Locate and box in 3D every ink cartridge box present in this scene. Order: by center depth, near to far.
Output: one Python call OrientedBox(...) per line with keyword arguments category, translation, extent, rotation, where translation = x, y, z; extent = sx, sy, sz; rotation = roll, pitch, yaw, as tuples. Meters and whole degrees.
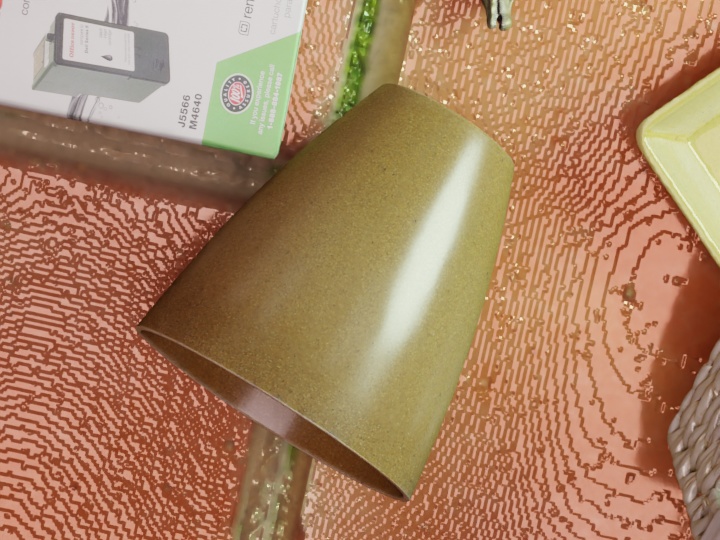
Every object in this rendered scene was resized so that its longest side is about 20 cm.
OrientedBox(category="ink cartridge box", translation=(-0.132, -0.156, 1.669), extent=(0.198, 0.084, 0.147), rotation=(10, 97, -3))

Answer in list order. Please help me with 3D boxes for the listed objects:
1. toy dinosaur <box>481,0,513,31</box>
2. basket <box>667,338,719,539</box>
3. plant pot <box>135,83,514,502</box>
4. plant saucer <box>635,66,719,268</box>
OrientedBox(category="toy dinosaur", translation=(0.045, -0.239, 1.688), extent=(0.100, 0.058, 0.202), rotation=(-11, 105, -15))
OrientedBox(category="basket", translation=(0.291, 0.108, 1.653), extent=(0.199, 0.124, 0.136), rotation=(12, 124, -23))
OrientedBox(category="plant pot", translation=(0.000, 0.000, 1.657), extent=(0.186, 0.186, 0.201), rotation=(33, 82, -5))
OrientedBox(category="plant saucer", translation=(0.293, -0.060, 1.709), extent=(0.199, 0.048, 0.201), rotation=(-34, 97, 3))
